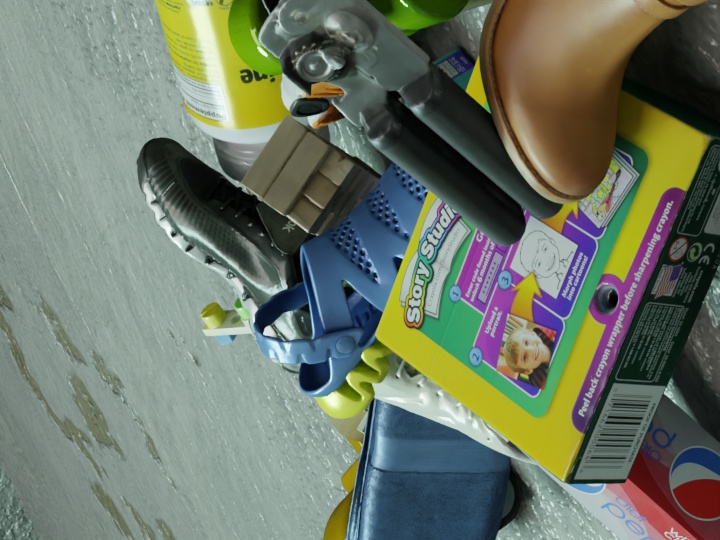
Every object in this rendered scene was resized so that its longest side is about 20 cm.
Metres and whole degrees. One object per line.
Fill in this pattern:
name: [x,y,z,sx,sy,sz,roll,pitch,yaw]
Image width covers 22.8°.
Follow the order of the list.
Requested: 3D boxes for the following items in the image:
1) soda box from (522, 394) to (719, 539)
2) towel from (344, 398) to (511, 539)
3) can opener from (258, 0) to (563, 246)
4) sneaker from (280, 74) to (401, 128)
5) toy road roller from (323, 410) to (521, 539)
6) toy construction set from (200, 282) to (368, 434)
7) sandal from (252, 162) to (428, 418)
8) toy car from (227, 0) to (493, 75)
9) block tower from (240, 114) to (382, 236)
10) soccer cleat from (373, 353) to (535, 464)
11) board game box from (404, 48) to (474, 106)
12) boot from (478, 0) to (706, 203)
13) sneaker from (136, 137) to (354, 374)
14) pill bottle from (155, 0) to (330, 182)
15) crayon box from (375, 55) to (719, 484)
soda box: [0.169,0.118,1.085,0.200,0.063,0.070,42,151,0]
towel: [0.055,0.130,1.279,0.049,0.111,0.201,-115,31,-66]
can opener: [0.026,-0.090,0.908,0.200,0.053,0.067,37,-151,-36]
sneaker: [-0.018,-0.148,1.149,0.200,0.075,0.093,8,-118,-85]
toy road roller: [0.019,0.167,1.417,0.201,0.146,0.123,54,157,9]
toy construction set: [-0.021,0.040,1.355,0.200,0.131,0.092,32,159,41]
sandal: [0.000,0.000,1.104,0.201,0.087,0.080,-61,28,17]
toy car: [0.002,-0.227,0.973,0.164,0.157,0.201,-8,100,54]
block tower: [-0.019,-0.052,1.201,0.054,0.058,0.200,37,-175,14]
soccer cleat: [0.074,0.078,1.185,0.199,0.070,0.078,22,-167,-8]
board game box: [0.100,-0.022,1.141,0.200,0.045,0.153,48,156,23]
boot: [0.134,-0.131,0.855,0.155,0.076,0.202,6,95,55]
sneaker: [-0.073,-0.025,1.267,0.090,0.066,0.200,-36,96,37]
pill bottle: [-0.078,-0.163,1.244,0.112,0.112,0.201,36,150,42]
crayon box: [0.109,-0.012,0.988,0.172,0.058,0.201,37,113,44]
